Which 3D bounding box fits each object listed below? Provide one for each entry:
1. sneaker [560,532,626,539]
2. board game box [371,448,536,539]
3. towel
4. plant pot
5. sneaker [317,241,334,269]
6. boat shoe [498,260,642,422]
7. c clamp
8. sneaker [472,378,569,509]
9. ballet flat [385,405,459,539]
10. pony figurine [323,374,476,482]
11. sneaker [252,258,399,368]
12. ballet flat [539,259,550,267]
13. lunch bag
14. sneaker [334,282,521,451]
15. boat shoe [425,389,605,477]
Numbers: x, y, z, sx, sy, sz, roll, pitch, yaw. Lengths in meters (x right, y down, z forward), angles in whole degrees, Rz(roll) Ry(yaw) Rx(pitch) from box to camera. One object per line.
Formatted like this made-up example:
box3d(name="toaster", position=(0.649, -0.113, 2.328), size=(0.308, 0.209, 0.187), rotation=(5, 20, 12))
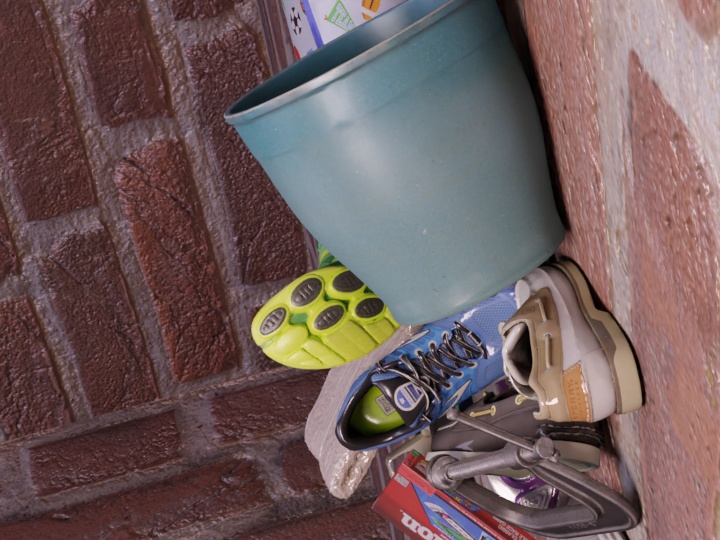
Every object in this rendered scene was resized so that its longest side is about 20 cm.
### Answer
box3d(name="sneaker", position=(0.162, 0.251, 1.364), size=(0.200, 0.092, 0.076), rotation=(-113, 10, -61))
box3d(name="board game box", position=(0.105, 0.226, 1.525), size=(0.200, 0.019, 0.103), rotation=(36, 151, 5))
box3d(name="towel", position=(0.011, 0.079, 1.567), size=(0.200, 0.034, 0.133), rotation=(-64, 16, 9))
box3d(name="plant pot", position=(0.040, -0.074, 1.298), size=(0.188, 0.200, 0.200), rotation=(60, 178, -11))
box3d(name="sneaker", position=(0.000, 0.000, 1.534), size=(0.074, 0.200, 0.084), rotation=(43, 150, -16))
box3d(name="boat shoe", position=(0.127, 0.046, 1.286), size=(0.200, 0.068, 0.075), rotation=(-121, 17, -73))
box3d(name="c clamp", position=(0.108, 0.145, 1.347), size=(0.027, 0.171, 0.200), rotation=(-68, 10, -20))
box3d(name="sneaker", position=(0.131, 0.113, 1.536), size=(0.100, 0.075, 0.200), rotation=(52, -157, -64))
box3d(name="ballet flat", position=(0.053, 0.136, 1.578), size=(0.068, 0.068, 0.200), rotation=(-150, 50, -73))
box3d(name="pony figurine", position=(0.084, 0.118, 1.686), size=(0.193, 0.166, 0.200), rotation=(-30, 68, 52))
box3d(name="sneaker", position=(0.004, 0.016, 1.426), size=(0.074, 0.200, 0.084), rotation=(62, 153, -3))
box3d(name="ballet flat", position=(0.085, -0.076, 1.406), size=(0.071, 0.065, 0.200), rotation=(122, 132, -80))
box3d(name="lunch bag", position=(0.001, -0.239, 1.587), size=(0.200, 0.124, 0.170), rotation=(137, 119, -69))
box3d(name="sneaker", position=(0.058, 0.078, 1.428), size=(0.079, 0.200, 0.089), rotation=(48, -153, -1))
box3d(name="boat shoe", position=(0.114, 0.118, 1.413), size=(0.201, 0.072, 0.061), rotation=(-15, 66, 61))
